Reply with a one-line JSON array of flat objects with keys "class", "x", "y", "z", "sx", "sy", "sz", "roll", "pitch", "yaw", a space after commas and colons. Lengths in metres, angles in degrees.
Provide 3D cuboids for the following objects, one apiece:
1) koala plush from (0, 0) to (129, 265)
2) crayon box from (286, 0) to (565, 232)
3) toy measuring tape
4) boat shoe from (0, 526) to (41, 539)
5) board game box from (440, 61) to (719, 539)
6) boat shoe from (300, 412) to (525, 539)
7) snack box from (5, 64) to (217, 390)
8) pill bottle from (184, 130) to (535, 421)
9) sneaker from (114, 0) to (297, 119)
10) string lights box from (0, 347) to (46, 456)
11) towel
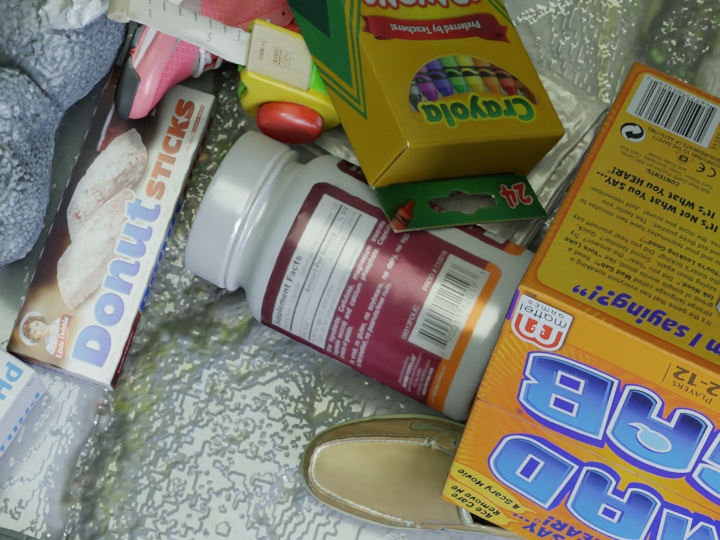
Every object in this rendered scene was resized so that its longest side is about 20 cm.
[{"class": "koala plush", "x": -0.219, "y": -0.127, "z": 1.507, "sx": 0.184, "sy": 0.177, "sz": 0.200, "roll": 45, "pitch": 80, "yaw": 0}, {"class": "crayon box", "x": 0.041, "y": -0.122, "z": 1.480, "sx": 0.126, "sy": 0.051, "sz": 0.201, "roll": -7, "pitch": 63, "yaw": -37}, {"class": "toy measuring tape", "x": -0.073, "y": -0.126, "z": 1.494, "sx": 0.199, "sy": 0.073, "sz": 0.074, "roll": 18, "pitch": 74, "yaw": -25}, {"class": "boat shoe", "x": -0.263, "y": 0.201, "z": 1.474, "sx": 0.201, "sy": 0.065, "sz": 0.075, "roll": -1, "pitch": 56, "yaw": -5}, {"class": "board game box", "x": 0.190, "y": 0.047, "z": 1.392, "sx": 0.199, "sy": 0.200, "sz": 0.200, "roll": 25, "pitch": 49, "yaw": 7}, {"class": "boat shoe", "x": 0.061, "y": 0.129, "z": 1.464, "sx": 0.199, "sy": 0.076, "sz": 0.072, "roll": 4, "pitch": 97, "yaw": 4}, {"class": "snack box", "x": -0.157, "y": -0.029, "z": 1.544, "sx": 0.072, "sy": 0.024, "sz": 0.201, "roll": 18, "pitch": 76, "yaw": 4}, {"class": "pill bottle", "x": 0.000, "y": 0.000, "z": 1.487, "sx": 0.199, "sy": 0.114, "sz": 0.115, "roll": 27, "pitch": 78, "yaw": 8}, {"class": "sneaker", "x": -0.079, "y": -0.165, "z": 1.544, "sx": 0.087, "sy": 0.074, "sz": 0.200, "roll": 36, "pitch": 67, "yaw": 1}, {"class": "string lights box", "x": -0.307, "y": 0.057, "z": 1.508, "sx": 0.199, "sy": 0.059, "sz": 0.103, "roll": 31, "pitch": 77, "yaw": 9}, {"class": "towel", "x": 0.048, "y": -0.101, "z": 1.554, "sx": 0.200, "sy": 0.034, "sz": 0.133, "roll": 34, "pitch": 78, "yaw": 11}]
